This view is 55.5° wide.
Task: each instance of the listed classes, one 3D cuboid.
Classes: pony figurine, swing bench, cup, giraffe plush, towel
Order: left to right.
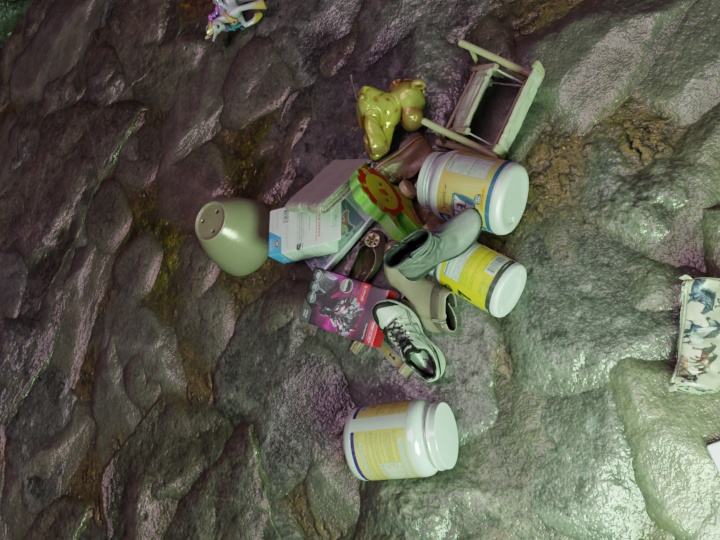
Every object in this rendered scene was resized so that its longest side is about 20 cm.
[{"bbox_3d":[-0.332,-0.102,1.721,0.197,0.143,0.205,-9,71,27],"label":"cup"},{"bbox_3d":[-0.376,-0.765,1.957,0.197,0.167,0.196,-23,72,6],"label":"pony figurine"},{"bbox_3d":[-0.070,-0.190,1.553,0.131,0.035,0.200,7,43,45],"label":"towel"},{"bbox_3d":[0.076,-0.363,1.556,0.159,0.204,0.173,-15,22,-3],"label":"giraffe plush"},{"bbox_3d":[0.267,-0.348,1.454,0.198,0.129,0.202,27,89,28],"label":"swing bench"}]

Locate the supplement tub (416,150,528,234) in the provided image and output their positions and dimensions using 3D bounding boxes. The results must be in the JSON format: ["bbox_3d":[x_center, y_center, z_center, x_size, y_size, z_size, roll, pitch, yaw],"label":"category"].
[{"bbox_3d":[0.230,-0.165,1.408,0.197,0.144,0.147,19,85,33],"label":"supplement tub"}]

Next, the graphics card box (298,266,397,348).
[{"bbox_3d":[-0.030,0.079,1.494,0.197,0.051,0.128,18,89,28],"label":"graphics card box"}]

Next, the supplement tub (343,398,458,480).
[{"bbox_3d":[0.080,0.333,1.348,0.196,0.145,0.149,-12,70,27],"label":"supplement tub"}]

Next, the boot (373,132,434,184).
[{"bbox_3d":[0.084,-0.220,1.555,0.199,0.074,0.076,-42,69,7],"label":"boot"}]

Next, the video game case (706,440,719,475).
[{"bbox_3d":[0.680,0.329,1.068,0.198,0.023,0.185,-28,64,21],"label":"video game case"}]

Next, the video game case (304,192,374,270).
[{"bbox_3d":[-0.078,-0.113,1.637,0.200,0.023,0.183,-48,58,10],"label":"video game case"}]

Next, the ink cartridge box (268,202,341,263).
[{"bbox_3d":[-0.115,-0.095,1.590,0.196,0.068,0.119,-10,69,27],"label":"ink cartridge box"}]

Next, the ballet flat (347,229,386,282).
[{"bbox_3d":[0.000,0.000,1.552,0.067,0.046,0.203,26,90,35],"label":"ballet flat"}]

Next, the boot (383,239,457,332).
[{"bbox_3d":[0.130,0.037,1.400,0.070,0.203,0.145,-38,32,-26],"label":"boot"}]

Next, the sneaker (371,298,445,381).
[{"bbox_3d":[0.098,0.139,1.384,0.200,0.088,0.076,45,105,3],"label":"sneaker"}]

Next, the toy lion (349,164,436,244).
[{"bbox_3d":[0.063,-0.135,1.464,0.069,0.190,0.202,-42,59,30],"label":"toy lion"}]

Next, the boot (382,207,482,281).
[{"bbox_3d":[0.142,-0.055,1.293,0.199,0.131,0.070,-42,68,7],"label":"boot"}]

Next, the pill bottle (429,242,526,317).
[{"bbox_3d":[0.223,0.000,1.381,0.198,0.114,0.116,31,92,34],"label":"pill bottle"}]

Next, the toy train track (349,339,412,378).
[{"bbox_3d":[0.038,0.158,1.491,0.200,0.032,0.115,42,98,31],"label":"toy train track"}]

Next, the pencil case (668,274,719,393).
[{"bbox_3d":[0.573,0.111,1.161,0.087,0.078,0.204,10,80,6],"label":"pencil case"}]
